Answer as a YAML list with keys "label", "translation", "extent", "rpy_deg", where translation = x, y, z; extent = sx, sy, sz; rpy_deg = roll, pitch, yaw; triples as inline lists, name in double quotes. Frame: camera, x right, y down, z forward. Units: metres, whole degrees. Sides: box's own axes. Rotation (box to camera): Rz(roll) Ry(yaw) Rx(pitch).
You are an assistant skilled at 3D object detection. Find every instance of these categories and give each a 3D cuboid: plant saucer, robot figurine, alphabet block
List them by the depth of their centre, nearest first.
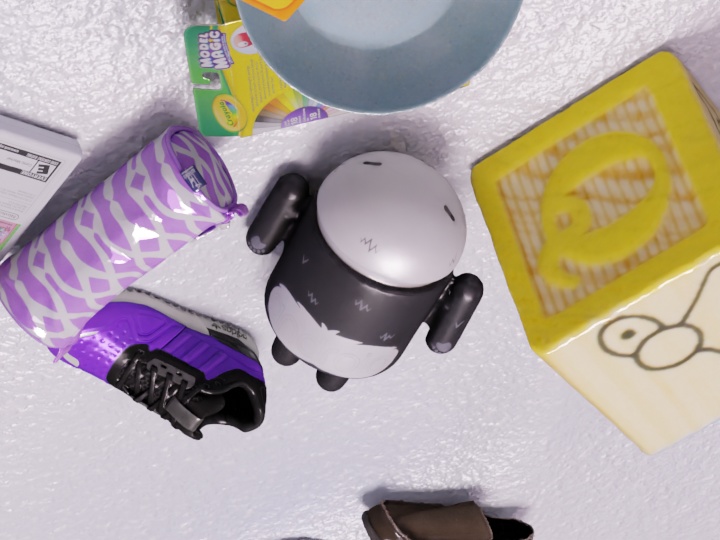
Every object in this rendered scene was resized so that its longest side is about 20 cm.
- label: "plant saucer"
  translation: [0.011, -0.205, 1.363]
  extent: [0.200, 0.039, 0.202]
  rpy_deg: [-3, 107, -11]
- label: "robot figurine"
  translation: [0.002, 0.000, 1.581]
  extent: [0.149, 0.125, 0.200]
  rpy_deg: [1, 138, -30]
- label: "alphabet block"
  translation: [0.230, -0.010, 1.598]
  extent: [0.195, 0.197, 0.200]
  rpy_deg: [-32, 139, 15]

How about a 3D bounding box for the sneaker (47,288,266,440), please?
- label: "sneaker"
  translation: [-0.152, 0.082, 1.632]
  extent: [0.199, 0.100, 0.070]
  rpy_deg: [15, 129, -35]

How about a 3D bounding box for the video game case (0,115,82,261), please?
- label: "video game case"
  translation: [-0.328, -0.055, 1.468]
  extent: [0.199, 0.022, 0.182]
  rpy_deg: [17, 129, -37]

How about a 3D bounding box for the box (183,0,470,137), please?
- label: "box"
  translation: [-0.024, -0.160, 1.441]
  extent: [0.199, 0.049, 0.118]
  rpy_deg: [-14, 141, -9]

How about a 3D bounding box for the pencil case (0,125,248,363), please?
- label: "pencil case"
  translation: [-0.175, -0.022, 1.512]
  extent: [0.200, 0.084, 0.086]
  rpy_deg: [-35, 101, 22]

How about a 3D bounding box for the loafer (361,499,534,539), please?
- label: "loafer"
  translation: [0.085, 0.242, 1.948]
  extent: [0.199, 0.073, 0.071]
  rpy_deg: [15, 121, -41]

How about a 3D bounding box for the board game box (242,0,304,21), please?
- label: "board game box"
  translation: [-0.075, -0.302, 1.131]
  extent: [0.199, 0.201, 0.200]
  rpy_deg: [22, 127, -38]
